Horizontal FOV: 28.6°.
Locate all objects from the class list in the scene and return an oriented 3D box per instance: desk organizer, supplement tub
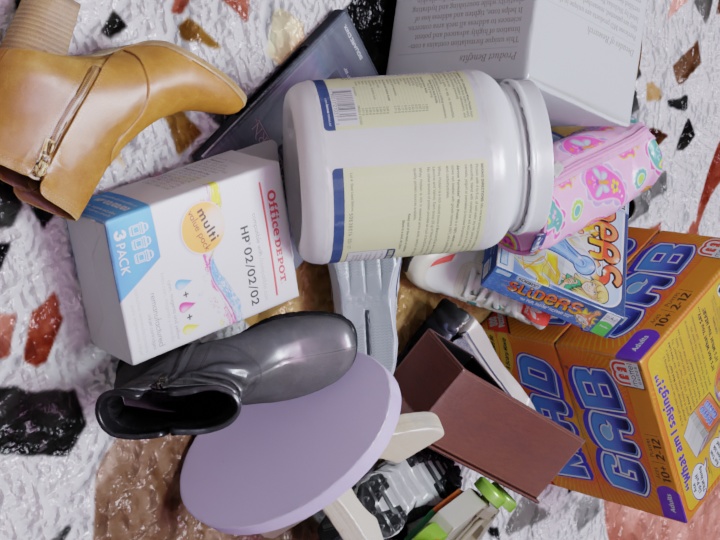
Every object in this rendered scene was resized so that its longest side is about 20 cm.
[{"bbox_3d":[0.112,0.135,1.290,0.199,0.072,0.077,32,102,-41],"label":"desk organizer"},{"bbox_3d":[0.043,-0.084,1.130,0.198,0.145,0.147,-5,102,-9],"label":"supplement tub"}]

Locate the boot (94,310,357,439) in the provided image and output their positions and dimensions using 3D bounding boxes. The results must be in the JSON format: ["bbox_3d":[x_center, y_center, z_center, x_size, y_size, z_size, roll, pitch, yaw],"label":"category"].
[{"bbox_3d":[-0.093,0.086,1.054,0.198,0.132,0.071,-14,100,-3],"label":"boot"}]

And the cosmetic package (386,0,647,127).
[{"bbox_3d":[0.145,-0.244,1.267,0.165,0.166,0.202,13,85,-46],"label":"cosmetic package"}]

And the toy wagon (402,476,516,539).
[{"bbox_3d":[0.070,0.254,1.297,0.155,0.040,0.200,-47,160,0],"label":"toy wagon"}]

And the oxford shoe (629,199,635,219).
[{"bbox_3d":[0.205,-0.057,1.424,0.199,0.084,0.073,-20,115,-39],"label":"oxford shoe"}]

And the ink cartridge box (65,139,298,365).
[{"bbox_3d":[-0.119,-0.020,1.099,0.199,0.068,0.116,-23,115,-35],"label":"ink cartridge box"}]

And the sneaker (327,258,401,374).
[{"bbox_3d":[0.000,0.000,1.239,0.072,0.071,0.202,2,99,-9],"label":"sneaker"}]

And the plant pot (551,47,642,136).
[{"bbox_3d":[0.238,-0.235,1.469,0.199,0.027,0.202,-8,101,-44],"label":"plant pot"}]

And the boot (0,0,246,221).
[{"bbox_3d":[-0.184,-0.103,1.032,0.200,0.070,0.145,22,77,-34],"label":"boot"}]

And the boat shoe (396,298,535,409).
[{"bbox_3d":[0.098,0.120,1.366,0.093,0.075,0.200,-44,128,-10],"label":"boat shoe"}]

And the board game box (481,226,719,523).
[{"bbox_3d":[0.278,0.096,1.439,0.200,0.199,0.201,-41,124,-33],"label":"board game box"}]

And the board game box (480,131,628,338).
[{"bbox_3d":[0.188,-0.045,1.340,0.134,0.035,0.201,22,48,-13],"label":"board game box"}]

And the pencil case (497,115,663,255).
[{"bbox_3d":[0.193,-0.081,1.287,0.199,0.087,0.088,-25,114,-41],"label":"pencil case"}]

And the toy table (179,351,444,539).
[{"bbox_3d":[-0.036,0.156,1.167,0.117,0.198,0.185,41,33,-51],"label":"toy table"}]

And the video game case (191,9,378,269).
[{"bbox_3d":[-0.045,-0.106,1.211,0.200,0.019,0.143,-50,128,-29],"label":"video game case"}]

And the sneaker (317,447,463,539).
[{"bbox_3d":[0.023,0.210,1.299,0.067,0.090,0.200,60,29,7],"label":"sneaker"}]

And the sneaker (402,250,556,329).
[{"bbox_3d":[0.139,0.009,1.328,0.198,0.094,0.071,7,120,-31],"label":"sneaker"}]
